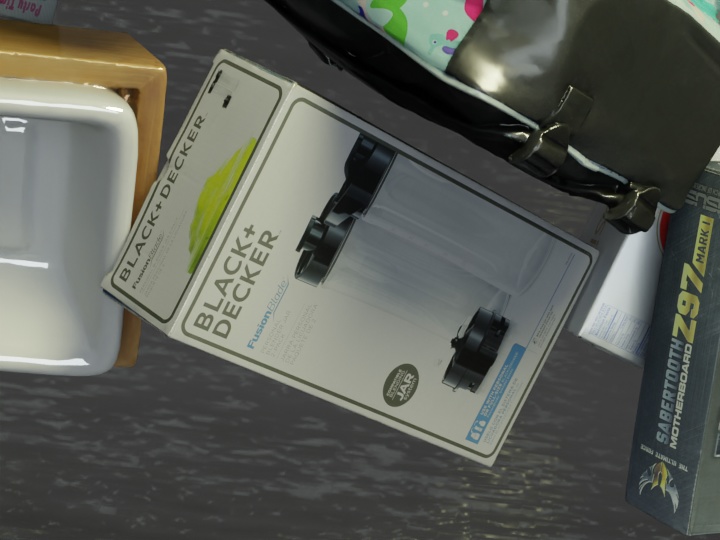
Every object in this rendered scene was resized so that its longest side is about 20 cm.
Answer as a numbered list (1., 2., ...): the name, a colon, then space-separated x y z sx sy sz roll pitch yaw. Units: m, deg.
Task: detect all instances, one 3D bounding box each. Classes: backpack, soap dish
1. backpack: 0.053 -0.125 0.822 0.177 0.199 0.151 23 93 -48
2. soap dish: -0.188 -0.038 0.843 0.198 0.081 0.158 5 125 -7

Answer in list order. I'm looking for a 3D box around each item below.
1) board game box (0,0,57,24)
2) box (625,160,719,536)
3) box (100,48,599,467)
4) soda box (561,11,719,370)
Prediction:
1. board game box: -0.163 -0.212 0.814 0.064 0.147 0.201 16 94 20
2. box: 0.221 0.034 0.889 0.199 0.051 0.159 0 103 -30
3. box: 0.000 0.000 0.854 0.199 0.060 0.117 27 92 -40
4. soda box: 0.160 -0.052 0.908 0.063 0.068 0.201 25 93 -11
